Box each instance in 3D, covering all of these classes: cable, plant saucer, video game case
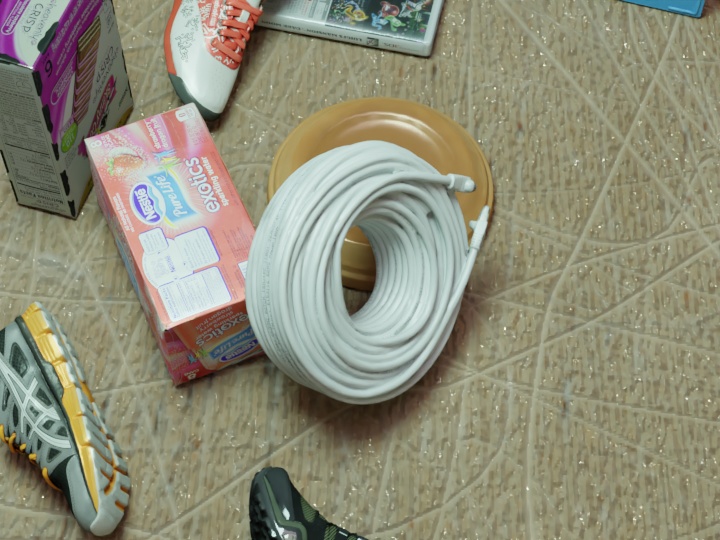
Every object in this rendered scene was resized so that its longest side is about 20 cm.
[{"bbox_3d":[0.000,0.000,1.171,0.069,0.199,0.201,10,81,47],"label":"cable"},{"bbox_3d":[0.018,-0.076,1.310,0.198,0.038,0.201,1,56,-1],"label":"plant saucer"},{"bbox_3d":[-0.002,-0.300,1.464,0.180,0.023,0.201,11,57,6],"label":"video game case"}]

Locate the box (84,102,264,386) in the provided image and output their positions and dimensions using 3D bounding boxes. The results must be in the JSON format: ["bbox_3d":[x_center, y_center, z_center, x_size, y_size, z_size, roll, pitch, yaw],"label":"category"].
[{"bbox_3d":[-0.144,-0.023,1.236,0.102,0.095,0.201,-20,59,-14],"label":"box"}]

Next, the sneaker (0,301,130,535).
[{"bbox_3d":[-0.237,0.121,1.161,0.077,0.078,0.201,-28,58,-3],"label":"sneaker"}]

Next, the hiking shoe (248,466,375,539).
[{"bbox_3d":[-0.007,0.222,1.104,0.100,0.076,0.201,-24,69,-26],"label":"hiking shoe"}]

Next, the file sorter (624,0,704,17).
[{"bbox_3d":[0.246,-0.351,1.436,0.198,0.139,0.123,14,54,8],"label":"file sorter"}]

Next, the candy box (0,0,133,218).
[{"bbox_3d":[-0.251,-0.158,1.258,0.061,0.201,0.137,15,59,9],"label":"candy box"}]

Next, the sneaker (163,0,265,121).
[{"bbox_3d":[-0.116,-0.237,1.365,0.108,0.067,0.203,-27,48,31],"label":"sneaker"}]
